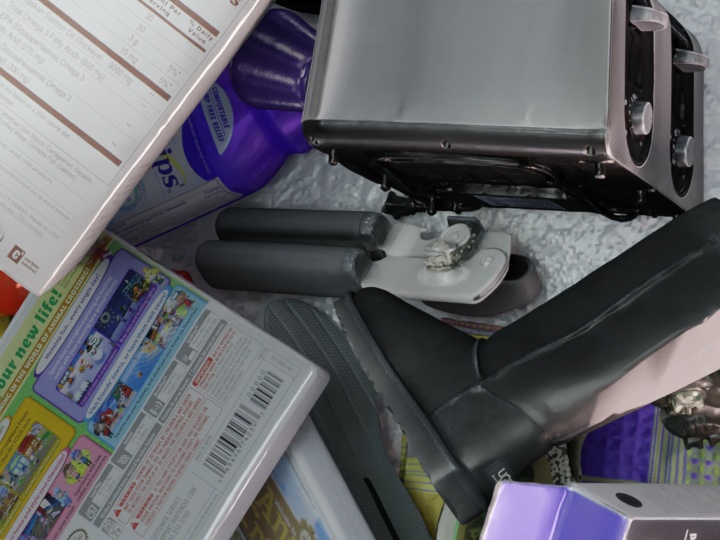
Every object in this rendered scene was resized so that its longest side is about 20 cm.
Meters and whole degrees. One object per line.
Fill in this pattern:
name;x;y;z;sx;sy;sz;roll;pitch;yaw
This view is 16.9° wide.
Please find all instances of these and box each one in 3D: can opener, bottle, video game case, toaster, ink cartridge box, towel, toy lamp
can opener;0.000;0.000;1.352;0.200;0.067;0.053;6;49;30
bottle;-0.086;-0.079;1.394;0.200;0.065;0.084;-23;76;20
video game case;-0.038;0.185;1.300;0.200;0.022;0.182;61;142;25
toaster;0.074;-0.095;1.267;0.200;0.181;0.119;3;81;24
ink cartridge box;0.121;0.202;1.196;0.043;0.200;0.199;30;108;47
towel;0.111;0.107;1.316;0.200;0.023;0.144;8;88;24
toy lamp;-0.087;-0.132;1.345;0.200;0.058;0.058;24;95;41
video game case;-0.136;0.095;1.276;0.182;0.022;0.200;31;88;31

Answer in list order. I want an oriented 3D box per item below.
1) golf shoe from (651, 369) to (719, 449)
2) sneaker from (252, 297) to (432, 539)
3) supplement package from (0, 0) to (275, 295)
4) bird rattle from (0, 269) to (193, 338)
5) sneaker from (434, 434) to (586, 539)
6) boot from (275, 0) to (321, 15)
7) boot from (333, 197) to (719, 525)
golf shoe;0.240;0.025;1.238;0.199;0.077;0.088;-11;51;7
sneaker;-0.024;0.109;1.342;0.071;0.073;0.200;-50;49;38
supplement package;-0.141;-0.106;1.234;0.117;0.117;0.200;38;97;-2
bird rattle;-0.192;0.018;1.379;0.200;0.113;0.163;-6;126;33
sneaker;0.090;0.131;1.240;0.088;0.077;0.200;-5;56;17
boot;-0.088;-0.205;1.350;0.200;0.168;0.077;19;93;23
boot;0.101;0.020;1.228;0.200;0.066;0.165;-34;46;2
